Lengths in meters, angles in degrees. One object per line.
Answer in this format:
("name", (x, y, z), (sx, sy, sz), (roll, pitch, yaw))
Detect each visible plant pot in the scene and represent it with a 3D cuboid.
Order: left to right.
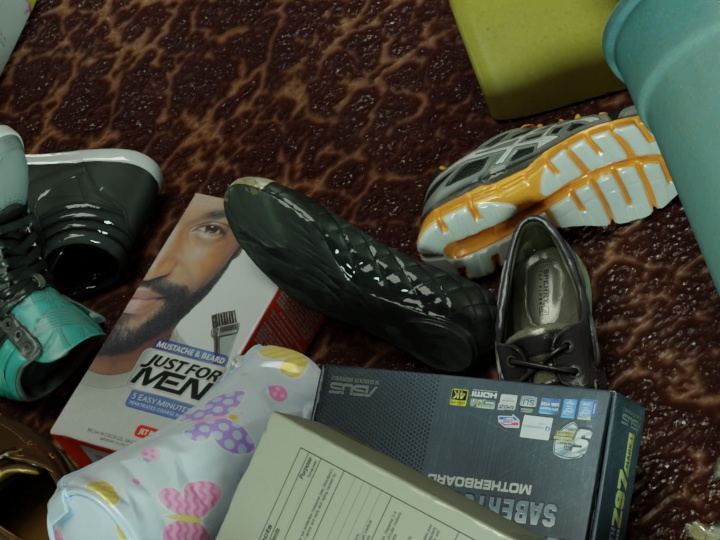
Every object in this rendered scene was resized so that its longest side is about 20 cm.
("plant pot", (0.141, -0.255, 1.581), (0.194, 0.200, 0.196), (-14, 48, 18))
("plant pot", (0.260, -0.073, 1.371), (0.200, 0.200, 0.196), (-20, 63, 13))

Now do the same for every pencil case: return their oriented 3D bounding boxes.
("pencil case", (-0.096, 0.122, 1.431), (0.083, 0.091, 0.200), (-16, 15, 48))

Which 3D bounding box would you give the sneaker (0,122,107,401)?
("sneaker", (-0.225, 0.009, 1.596), (0.121, 0.200, 0.084), (29, 38, 28))

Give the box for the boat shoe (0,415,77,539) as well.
("boat shoe", (-0.220, 0.143, 1.547), (0.072, 0.068, 0.200), (-43, 46, -8))

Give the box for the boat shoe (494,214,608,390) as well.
("boat shoe", (0.113, 0.054, 1.439), (0.072, 0.065, 0.200), (-13, 50, 16))

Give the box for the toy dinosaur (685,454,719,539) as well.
("toy dinosaur", (0.267, 0.125, 1.291), (0.200, 0.086, 0.136), (15, 55, 30))

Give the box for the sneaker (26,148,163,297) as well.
("sneaker", (-0.243, -0.027, 1.694), (0.200, 0.071, 0.099), (-7, 46, 18))

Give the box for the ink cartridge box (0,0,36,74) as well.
("ink cartridge box", (-0.354, -0.238, 1.875), (0.146, 0.147, 0.200), (1, 54, 30))

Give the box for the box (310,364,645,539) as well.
("box", (0.056, 0.142, 1.378), (0.200, 0.051, 0.158), (4, 78, 32))

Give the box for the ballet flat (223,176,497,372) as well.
("ballet flat", (0.000, 0.000, 1.512), (0.200, 0.067, 0.057), (32, 41, 8))

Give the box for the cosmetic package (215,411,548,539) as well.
("cosmetic package", (0.022, 0.166, 1.318), (0.200, 0.071, 0.105), (27, 93, 33))

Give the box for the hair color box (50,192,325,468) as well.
("hair color box", (-0.103, 0.051, 1.562), (0.111, 0.064, 0.200), (11, 59, 35))

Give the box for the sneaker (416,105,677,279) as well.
("sneaker", (0.125, -0.067, 1.527), (0.200, 0.078, 0.077), (-20, 38, 11))
